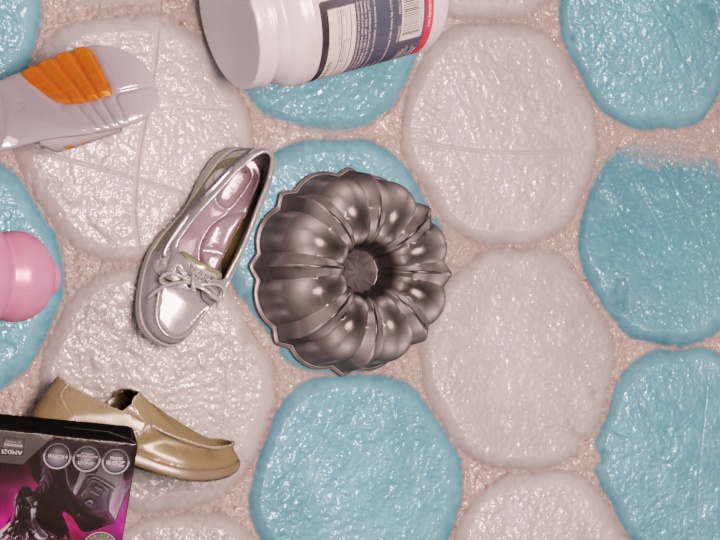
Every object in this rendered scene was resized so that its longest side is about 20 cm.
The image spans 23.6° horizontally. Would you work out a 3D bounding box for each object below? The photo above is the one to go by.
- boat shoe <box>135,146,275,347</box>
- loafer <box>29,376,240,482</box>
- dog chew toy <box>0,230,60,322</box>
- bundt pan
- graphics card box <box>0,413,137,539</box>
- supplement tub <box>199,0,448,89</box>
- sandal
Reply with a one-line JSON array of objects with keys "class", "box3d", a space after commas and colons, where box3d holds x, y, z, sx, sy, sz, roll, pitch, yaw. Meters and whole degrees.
[{"class": "boat shoe", "box3d": [-0.139, -0.024, 1.566, 0.074, 0.065, 0.202, 35, 74, -21]}, {"class": "loafer", "box3d": [-0.196, 0.141, 1.528, 0.200, 0.076, 0.068, 14, 89, -25]}, {"class": "dog chew toy", "box3d": [-0.347, 0.003, 1.440, 0.200, 0.124, 0.125, 2, 87, -34]}, {"class": "bundt pan", "box3d": [0.000, 0.000, 1.629, 0.202, 0.076, 0.202, 1, 88, -25]}, {"class": "graphics card box", "box3d": [-0.266, 0.226, 1.467, 0.125, 0.051, 0.200, 8, 100, -15]}, {"class": "supplement tub", "box3d": [-0.033, -0.249, 1.584, 0.200, 0.140, 0.141, -18, 96, -25]}, {"class": "sandal", "box3d": [-0.281, -0.140, 1.511, 0.206, 0.059, 0.079, -14, 78, -5]}]
